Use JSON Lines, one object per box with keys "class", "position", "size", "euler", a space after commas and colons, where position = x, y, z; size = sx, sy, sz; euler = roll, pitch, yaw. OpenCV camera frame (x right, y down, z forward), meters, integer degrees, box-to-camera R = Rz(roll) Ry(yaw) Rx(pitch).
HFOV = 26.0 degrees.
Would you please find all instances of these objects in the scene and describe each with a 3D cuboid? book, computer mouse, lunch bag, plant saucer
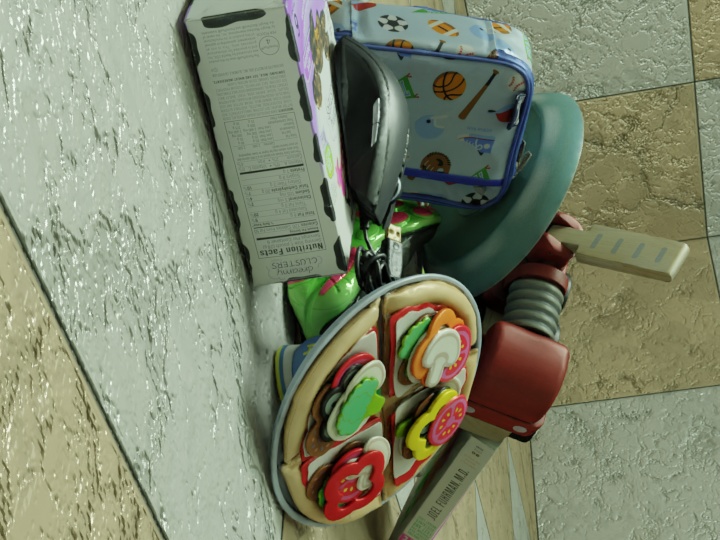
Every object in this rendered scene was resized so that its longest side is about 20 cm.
{"class": "book", "position": [0.092, 0.175, 1.407], "size": [0.134, 0.048, 0.201], "euler": [-53, 175, -49]}
{"class": "computer mouse", "position": [0.022, -0.065, 1.139], "size": [0.141, 0.046, 0.202], "euler": [57, 26, -68]}
{"class": "lunch bag", "position": [0.040, -0.124, 1.233], "size": [0.076, 0.198, 0.161], "euler": [-89, -170, -52]}
{"class": "plant saucer", "position": [0.110, -0.068, 1.313], "size": [0.027, 0.200, 0.201], "euler": [30, 35, -22]}

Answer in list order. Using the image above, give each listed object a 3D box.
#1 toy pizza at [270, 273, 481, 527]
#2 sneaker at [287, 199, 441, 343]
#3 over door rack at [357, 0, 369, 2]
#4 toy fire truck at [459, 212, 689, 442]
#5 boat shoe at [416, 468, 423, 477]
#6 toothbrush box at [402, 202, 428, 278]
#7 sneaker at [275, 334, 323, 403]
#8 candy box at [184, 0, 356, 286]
{"class": "toy pizza", "position": [0.020, 0.096, 1.084], "size": [0.032, 0.200, 0.201], "euler": [34, -25, 36]}
{"class": "sneaker", "position": [0.000, 0.000, 1.256], "size": [0.200, 0.076, 0.084], "euler": [-41, 142, -47]}
{"class": "over door rack", "position": [-0.004, -0.305, 1.430], "size": [0.201, 0.066, 0.149], "euler": [-102, -173, -46]}
{"class": "toy fire truck", "position": [0.155, 0.034, 1.255], "size": [0.200, 0.128, 0.177], "euler": [130, -20, -61]}
{"class": "boat shoe", "position": [0.018, 0.134, 1.300], "size": [0.200, 0.075, 0.073], "euler": [89, 5, -84]}
{"class": "toothbrush box", "position": [0.018, -0.047, 1.435], "size": [0.200, 0.085, 0.147], "euler": [44, 39, -73]}
{"class": "sneaker", "position": [0.023, 0.076, 1.167], "size": [0.199, 0.082, 0.075], "euler": [-5, 76, -56]}
{"class": "candy box", "position": [-0.054, -0.119, 1.086], "size": [0.168, 0.071, 0.201], "euler": [-84, 163, -58]}
